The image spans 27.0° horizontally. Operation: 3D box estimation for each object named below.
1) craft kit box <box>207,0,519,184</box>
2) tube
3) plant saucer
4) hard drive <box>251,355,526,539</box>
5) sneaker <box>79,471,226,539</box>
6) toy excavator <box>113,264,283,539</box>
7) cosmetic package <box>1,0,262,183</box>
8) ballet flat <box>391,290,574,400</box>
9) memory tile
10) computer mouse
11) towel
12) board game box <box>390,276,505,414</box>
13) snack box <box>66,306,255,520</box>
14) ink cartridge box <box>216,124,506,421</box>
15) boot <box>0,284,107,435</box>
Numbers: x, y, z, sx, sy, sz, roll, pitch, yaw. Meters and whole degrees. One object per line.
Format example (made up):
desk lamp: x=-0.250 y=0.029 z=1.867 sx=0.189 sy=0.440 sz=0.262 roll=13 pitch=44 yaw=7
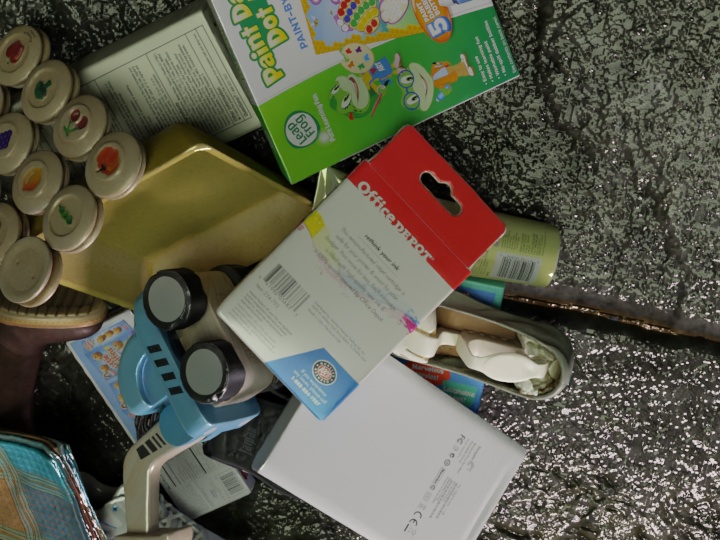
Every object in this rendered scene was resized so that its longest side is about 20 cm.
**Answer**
craft kit box: x=-0.006 y=-0.196 z=1.111 sx=0.196 sy=0.049 sz=0.201 roll=-25 pitch=109 yaw=-3
tube: x=0.057 y=-0.030 z=1.187 sx=0.198 sy=0.058 sz=0.052 roll=9 pitch=151 yaw=-8
plant saucer: x=-0.150 y=-0.045 z=1.174 sx=0.199 sy=0.200 sz=0.049 roll=-25 pitch=65 yaw=21
hard drive: x=0.026 y=0.150 z=1.207 sx=0.199 sy=0.026 sz=0.133 roll=35 pitch=84 yaw=-23
sneaker: x=-0.182 y=0.228 z=1.318 sx=0.198 sy=0.075 sz=0.087 roll=12 pitch=112 yaw=16
toy excavator: x=-0.148 y=0.116 z=1.212 sx=0.199 sy=0.100 sz=0.196 roll=-35 pitch=76 yaw=28
cosmetic package: x=-0.178 y=-0.128 z=1.182 sx=0.199 sy=0.071 sz=0.106 roll=-22 pitch=109 yaw=16
ballet flat: x=0.073 y=0.052 z=1.181 sx=0.198 sy=0.064 sz=0.068 roll=15 pitch=114 yaw=1
memory tile: x=-0.251 y=-0.081 z=1.117 sx=0.154 sy=0.017 sz=0.200 roll=-50 pitch=56 yaw=8
computer mouse: x=-0.085 y=0.105 z=1.255 sx=0.198 sy=0.046 sz=0.142 roll=14 pitch=93 yaw=18
towel: x=-0.312 y=0.190 z=1.307 sx=0.198 sy=0.022 sz=0.148 roll=8 pitch=129 yaw=31
board game box: x=0.030 y=0.081 z=1.258 sx=0.151 sy=0.045 sz=0.202 roll=11 pitch=113 yaw=3
snack box: x=-0.174 y=0.125 z=1.315 sx=0.071 sy=0.024 sz=0.201 roll=-25 pitch=108 yaw=19
ink cartridge box: x=0.000 y=0.000 z=1.127 sx=0.200 sy=0.067 sz=0.116 roll=-44 pitch=93 yaw=-3
boot: x=-0.294 y=0.085 z=1.293 sx=0.198 sy=0.073 sz=0.168 roll=1 pitch=123 yaw=17
